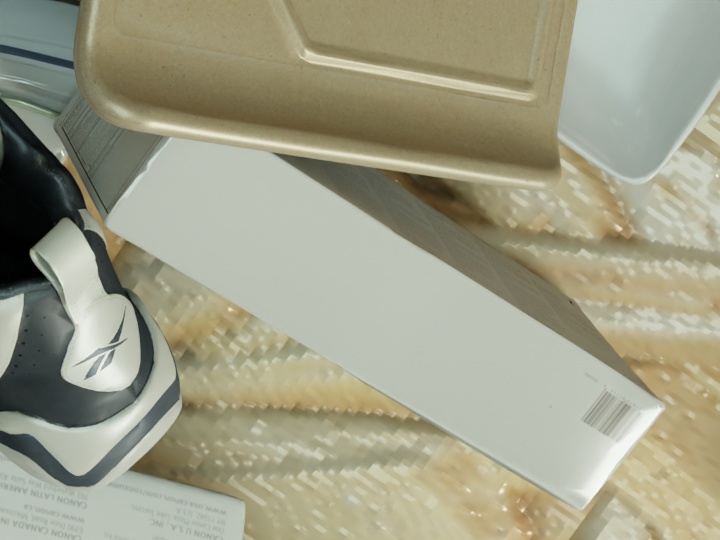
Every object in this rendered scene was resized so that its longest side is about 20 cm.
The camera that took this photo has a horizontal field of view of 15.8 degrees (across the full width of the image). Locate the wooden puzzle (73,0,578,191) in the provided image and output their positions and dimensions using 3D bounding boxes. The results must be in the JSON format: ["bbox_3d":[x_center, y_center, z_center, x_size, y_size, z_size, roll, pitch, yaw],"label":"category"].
[{"bbox_3d":[0.000,-0.132,0.777,0.185,0.037,0.201,7,89,-40],"label":"wooden puzzle"}]

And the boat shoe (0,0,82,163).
[{"bbox_3d":[-0.107,-0.058,0.852,0.199,0.074,0.067,11,98,-5],"label":"boat shoe"}]

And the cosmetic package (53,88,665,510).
[{"bbox_3d":[0.000,0.000,0.832,0.200,0.083,0.051,32,103,-28],"label":"cosmetic package"}]

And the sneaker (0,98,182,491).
[{"bbox_3d":[-0.147,-0.023,0.797,0.199,0.130,0.079,35,64,27],"label":"sneaker"}]

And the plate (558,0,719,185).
[{"bbox_3d":[0.070,-0.163,0.859,0.199,0.032,0.200,34,98,-7],"label":"plate"}]

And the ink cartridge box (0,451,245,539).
[{"bbox_3d":[-0.127,0.152,0.821,0.162,0.050,0.201,16,69,-20],"label":"ink cartridge box"}]
